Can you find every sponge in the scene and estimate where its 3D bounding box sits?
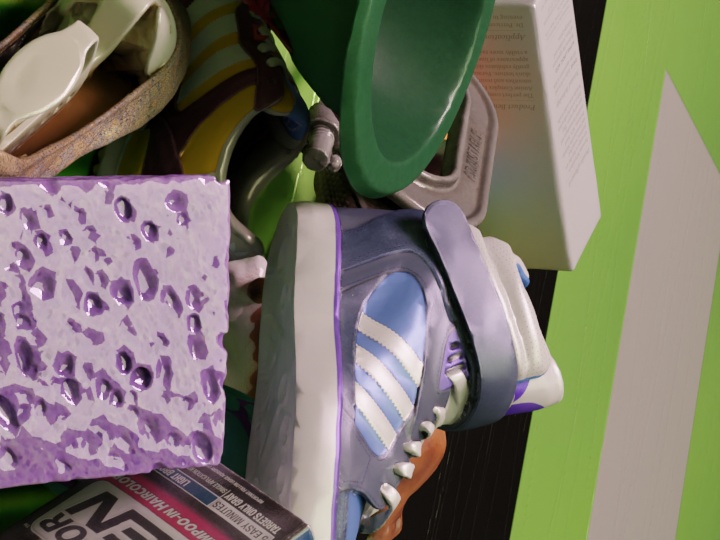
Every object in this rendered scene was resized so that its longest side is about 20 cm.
[{"bbox_3d":[-0.141,0.022,0.630,0.199,0.030,0.112,-3,97,-32],"label":"sponge"}]

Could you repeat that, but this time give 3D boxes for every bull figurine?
[{"bbox_3d":[-0.032,0.078,0.917,0.200,0.065,0.122,34,85,-37],"label":"bull figurine"}]

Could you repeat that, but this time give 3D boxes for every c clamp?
[{"bbox_3d":[0.009,-0.098,0.975,0.027,0.171,0.200,-49,-170,32],"label":"c clamp"}]

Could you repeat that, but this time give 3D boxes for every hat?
[{"bbox_3d":[-0.043,-0.148,0.804,0.166,0.175,0.201,-55,157,-38],"label":"hat"}]

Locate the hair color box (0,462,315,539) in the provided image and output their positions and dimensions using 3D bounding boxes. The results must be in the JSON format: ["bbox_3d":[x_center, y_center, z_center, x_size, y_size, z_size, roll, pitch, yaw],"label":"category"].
[{"bbox_3d":[-0.117,0.148,0.654,0.200,0.100,0.061,-33,128,-29],"label":"hair color box"}]

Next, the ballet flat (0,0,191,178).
[{"bbox_3d":[-0.115,-0.084,0.725,0.067,0.068,0.200,-50,-175,42],"label":"ballet flat"}]

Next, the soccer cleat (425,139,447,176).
[{"bbox_3d":[0.009,-0.008,1.003,0.070,0.086,0.201,69,36,-44],"label":"soccer cleat"}]

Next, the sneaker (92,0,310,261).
[{"bbox_3d":[-0.058,-0.097,0.836,0.075,0.090,0.201,38,62,-62],"label":"sneaker"}]

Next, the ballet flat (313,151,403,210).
[{"bbox_3d":[0.000,0.000,0.914,0.067,0.046,0.201,25,34,-25],"label":"ballet flat"}]

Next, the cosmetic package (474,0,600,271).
[{"bbox_3d":[0.092,-0.102,1.152,0.074,0.101,0.201,-57,144,-46],"label":"cosmetic package"}]

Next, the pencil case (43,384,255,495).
[{"bbox_3d":[-0.109,0.057,0.762,0.200,0.085,0.093,50,13,-56],"label":"pencil case"}]

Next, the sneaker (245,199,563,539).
[{"bbox_3d":[0.029,0.065,0.787,0.081,0.146,0.201,131,-35,-57],"label":"sneaker"}]
